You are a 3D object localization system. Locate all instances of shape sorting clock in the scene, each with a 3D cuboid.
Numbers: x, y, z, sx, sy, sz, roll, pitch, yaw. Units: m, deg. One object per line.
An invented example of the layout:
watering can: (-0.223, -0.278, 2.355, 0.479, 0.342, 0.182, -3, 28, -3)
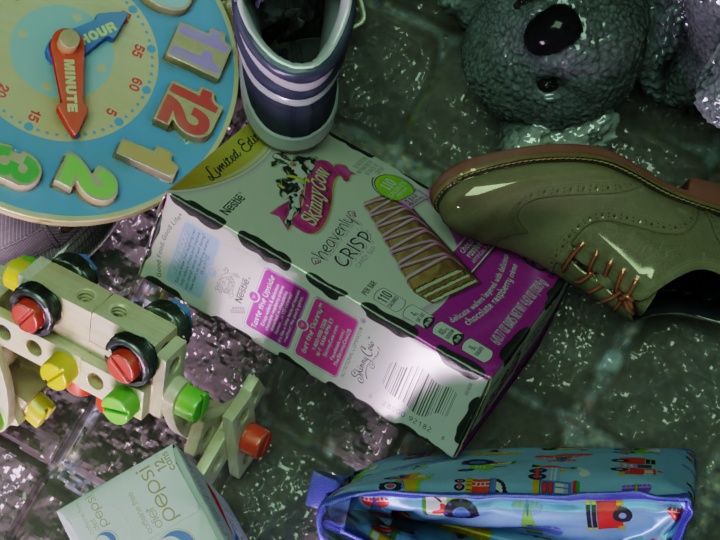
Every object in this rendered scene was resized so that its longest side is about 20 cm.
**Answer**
shape sorting clock: (-0.162, -0.118, 1.196, 0.198, 0.039, 0.202, 8, 66, -18)

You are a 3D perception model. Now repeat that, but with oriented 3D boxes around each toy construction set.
toy construction set: (-0.145, 0.058, 1.198, 0.198, 0.132, 0.092, 16, 39, 7)

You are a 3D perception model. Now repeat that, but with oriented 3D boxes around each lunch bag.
lunch bag: (0.069, 0.128, 1.140, 0.198, 0.151, 0.095, 11, 95, 9)

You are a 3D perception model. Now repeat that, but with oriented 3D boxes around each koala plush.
koala plush: (0.144, -0.138, 1.219, 0.199, 0.184, 0.178, -26, 88, 19)

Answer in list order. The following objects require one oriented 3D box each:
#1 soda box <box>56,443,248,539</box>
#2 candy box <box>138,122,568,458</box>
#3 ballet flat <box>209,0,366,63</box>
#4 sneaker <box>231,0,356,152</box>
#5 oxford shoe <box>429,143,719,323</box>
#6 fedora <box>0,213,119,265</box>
soda box: (-0.095, 0.147, 1.129, 0.068, 0.200, 0.064, -29, 75, -3)
candy box: (0.000, 0.000, 1.191, 0.199, 0.136, 0.061, 29, 124, 10)
ballet flat: (-0.003, -0.179, 1.276, 0.199, 0.071, 0.066, -34, 95, 1)
sneaker: (-0.048, -0.174, 1.180, 0.069, 0.109, 0.202, -11, 74, -8)
oxford shoe: (0.133, -0.015, 1.181, 0.198, 0.071, 0.075, 8, 56, -16)
fedora: (-0.221, -0.074, 1.247, 0.199, 0.090, 0.178, -33, 76, -4)
